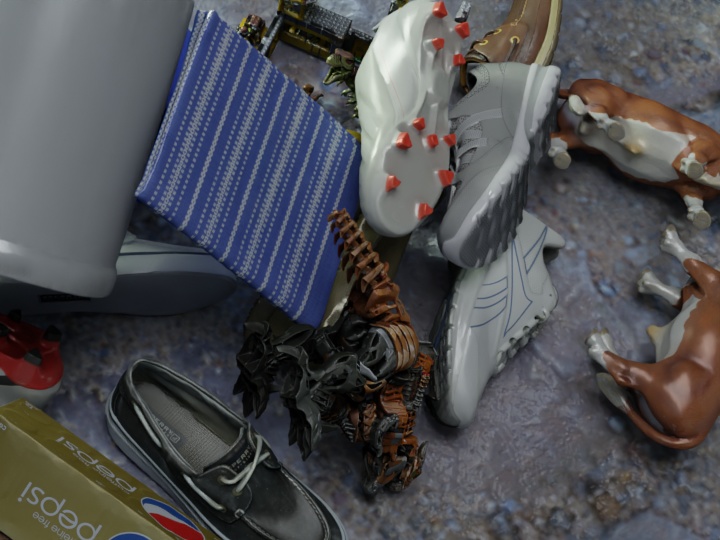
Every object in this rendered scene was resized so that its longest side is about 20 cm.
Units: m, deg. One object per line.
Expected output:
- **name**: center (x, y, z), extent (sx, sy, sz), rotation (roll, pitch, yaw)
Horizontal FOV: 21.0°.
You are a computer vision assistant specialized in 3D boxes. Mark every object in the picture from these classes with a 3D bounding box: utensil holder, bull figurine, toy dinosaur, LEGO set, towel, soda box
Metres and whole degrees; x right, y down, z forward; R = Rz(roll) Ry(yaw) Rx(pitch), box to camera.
- **utensil holder**: center (-0.209, -0.103, 1.245), extent (0.169, 0.170, 0.201), rotation (19, 93, 1)
- **bull figurine**: center (0.239, -0.091, 1.501), extent (0.199, 0.065, 0.121), rotation (20, 24, 9)
- **toy dinosaur**: center (-0.008, 0.060, 1.308), extent (0.135, 0.102, 0.201), rotation (-18, 94, -26)
- **bull figurine**: center (0.250, 0.043, 1.425), extent (0.121, 0.065, 0.200), rotation (33, 54, 13)
- **LEGO set**: center (-0.007, -0.164, 1.471), extent (0.199, 0.116, 0.154), rotation (29, 58, 7)
- **towel**: center (-0.068, -0.063, 1.298), extent (0.024, 0.200, 0.145), rotation (-1, 62, 37)
- **soda box**: center (-0.165, 0.167, 1.248), extent (0.200, 0.068, 0.064), rotation (34, 97, 4)

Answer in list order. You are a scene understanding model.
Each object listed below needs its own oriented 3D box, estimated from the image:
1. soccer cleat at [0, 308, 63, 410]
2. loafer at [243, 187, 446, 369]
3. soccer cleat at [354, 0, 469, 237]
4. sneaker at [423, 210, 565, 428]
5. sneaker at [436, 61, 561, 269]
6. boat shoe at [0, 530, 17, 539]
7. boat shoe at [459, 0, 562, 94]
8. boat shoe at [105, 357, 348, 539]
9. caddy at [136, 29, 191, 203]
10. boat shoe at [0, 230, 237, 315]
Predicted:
- **soccer cleat**: center (-0.291, 0.035, 1.311), extent (0.199, 0.085, 0.069), rotation (33, 30, 3)
- **loafer**: center (0.000, 0.000, 1.405), extent (0.067, 0.076, 0.200), rotation (40, 70, 12)
- **soccer cleat**: center (0.027, -0.104, 1.369), extent (0.069, 0.077, 0.201), rotation (38, 51, -36)
- **sneaker**: center (0.099, 0.029, 1.407), extent (0.087, 0.075, 0.201), rotation (21, 58, -4)
- **sneaker**: center (0.085, -0.078, 1.408), extent (0.082, 0.075, 0.200), rotation (14, 45, 13)
- **boat shoe**: center (-0.308, 0.173, 1.246), extent (0.201, 0.075, 0.075), rotation (23, 86, -2)
- **boat shoe**: center (0.113, -0.161, 1.523), extent (0.067, 0.072, 0.201), rotation (17, 60, -3)
- **boat shoe**: center (-0.091, 0.135, 1.301), extent (0.200, 0.071, 0.072), rotation (34, 59, 9)
- **caddy**: center (-0.204, -0.122, 1.393), extent (0.199, 0.142, 0.105), rotation (18, 54, 1)
- **boat shoe**: center (-0.187, -0.010, 1.368), extent (0.199, 0.074, 0.066), rotation (1, 63, -12)
